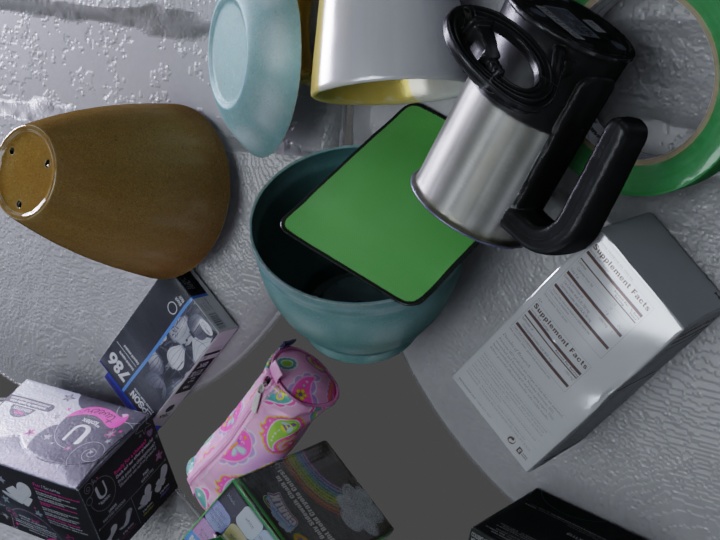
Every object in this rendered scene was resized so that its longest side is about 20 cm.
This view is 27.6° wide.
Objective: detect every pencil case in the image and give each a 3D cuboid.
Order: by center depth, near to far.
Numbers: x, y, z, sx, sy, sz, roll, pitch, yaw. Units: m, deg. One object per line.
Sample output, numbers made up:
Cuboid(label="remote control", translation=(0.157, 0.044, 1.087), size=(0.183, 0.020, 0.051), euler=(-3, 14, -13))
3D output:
Cuboid(label="pencil case", translation=(-0.105, 0.166, 1.512), size=(0.088, 0.087, 0.200), euler=(49, 123, 18))

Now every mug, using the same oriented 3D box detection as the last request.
Cuboid(label="mug", translation=(0.008, -0.234, 1.322), size=(0.185, 0.149, 0.155), euler=(-4, 89, 14))

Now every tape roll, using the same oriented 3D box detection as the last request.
Cuboid(label="tape roll", translation=(0.239, -0.165, 1.230), size=(0.199, 0.048, 0.202), euler=(7, 103, 35))

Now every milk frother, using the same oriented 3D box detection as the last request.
Cuboid(label="milk frother", translation=(0.105, -0.117, 1.170), size=(0.189, 0.199, 0.181), euler=(-63, 32, 26))

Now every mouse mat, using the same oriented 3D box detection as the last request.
Cuboid(label="mouse mat", translation=(0.046, -0.064, 1.313), size=(0.160, 0.200, 0.008), euler=(31, 150, 27))

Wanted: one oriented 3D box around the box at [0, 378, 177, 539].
Cuboid(label="box", translation=(-0.327, 0.217, 1.635), size=(0.199, 0.132, 0.115), euler=(12, 133, 33))

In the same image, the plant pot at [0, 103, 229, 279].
Cuboid(label="plant pot", translation=(-0.265, -0.088, 1.488), size=(0.185, 0.199, 0.188), euler=(-2, 87, 35))

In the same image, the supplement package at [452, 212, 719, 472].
Cuboid(label="supplement package", translation=(0.197, 0.060, 1.263), size=(0.110, 0.113, 0.200), euler=(51, 121, 15))

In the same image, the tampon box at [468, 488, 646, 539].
Cuboid(label="tampon box", translation=(0.169, 0.330, 1.323), size=(0.149, 0.126, 0.202), euler=(21, 111, 31))

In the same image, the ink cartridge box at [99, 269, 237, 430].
Cuboid(label="ink cartridge box", translation=(-0.221, 0.094, 1.611), size=(0.100, 0.039, 0.200), euler=(48, 122, 17))

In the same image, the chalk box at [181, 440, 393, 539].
Cuboid(label="chalk box", translation=(-0.088, 0.272, 1.449), size=(0.125, 0.199, 0.124), euler=(51, 122, 17))

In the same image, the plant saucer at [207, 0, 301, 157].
Cuboid(label="plant saucer", translation=(-0.112, -0.210, 1.419), size=(0.201, 0.038, 0.203), euler=(11, 103, 63))

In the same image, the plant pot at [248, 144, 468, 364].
Cuboid(label="plant pot", translation=(0.000, 0.000, 1.359), size=(0.200, 0.200, 0.135), euler=(32, 146, 26))
